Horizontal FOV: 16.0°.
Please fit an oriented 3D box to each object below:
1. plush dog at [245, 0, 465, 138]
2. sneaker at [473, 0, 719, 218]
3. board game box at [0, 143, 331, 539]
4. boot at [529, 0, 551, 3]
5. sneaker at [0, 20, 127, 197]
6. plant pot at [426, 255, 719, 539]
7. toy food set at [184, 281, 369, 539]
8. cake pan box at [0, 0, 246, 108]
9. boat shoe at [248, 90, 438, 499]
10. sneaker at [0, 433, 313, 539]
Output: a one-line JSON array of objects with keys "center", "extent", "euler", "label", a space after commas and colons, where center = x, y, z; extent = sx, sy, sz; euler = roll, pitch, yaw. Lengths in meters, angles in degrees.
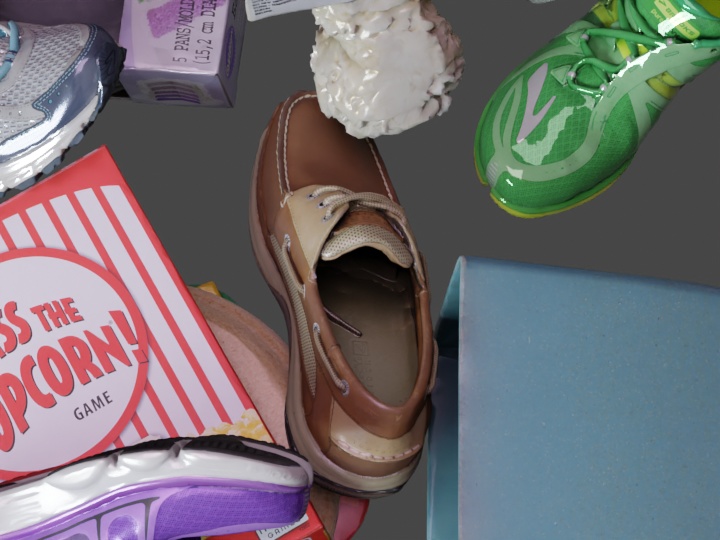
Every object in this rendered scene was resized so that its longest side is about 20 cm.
[{"center": [0.007, -0.187, 1.130], "extent": [0.200, 0.160, 0.172], "euler": [-46, 36, 19], "label": "plush dog"}, {"center": [0.128, -0.106, 1.161], "extent": [0.200, 0.084, 0.074], "euler": [-41, 73, -6], "label": "sneaker"}, {"center": [-0.126, 0.069, 1.103], "extent": [0.151, 0.046, 0.201], "euler": [-31, 72, -4], "label": "board game box"}, {"center": [0.044, -0.210, 1.218], "extent": [0.090, 0.073, 0.201], "euler": [-11, 64, 10], "label": "boot"}, {"center": [-0.195, -0.081, 1.140], "extent": [0.199, 0.086, 0.078], "euler": [-11, 42, 34], "label": "sneaker"}, {"center": [0.132, 0.084, 1.075], "extent": [0.199, 0.141, 0.142], "euler": [2, 73, -3], "label": "plant pot"}, {"center": [-0.100, 0.101, 1.141], "extent": [0.197, 0.049, 0.201], "euler": [-24, 71, -2], "label": "toy food set"}, {"center": [-0.140, -0.175, 1.231], "extent": [0.183, 0.052, 0.201], "euler": [5, 73, 10], "label": "cake pan box"}, {"center": [0.000, 0.000, 1.127], "extent": [0.075, 0.074, 0.201], "euler": [1, 56, -19], "label": "boat shoe"}, {"center": [-0.110, 0.118, 1.034], "extent": [0.199, 0.081, 0.084], "euler": [-17, 88, 8], "label": "sneaker"}]
